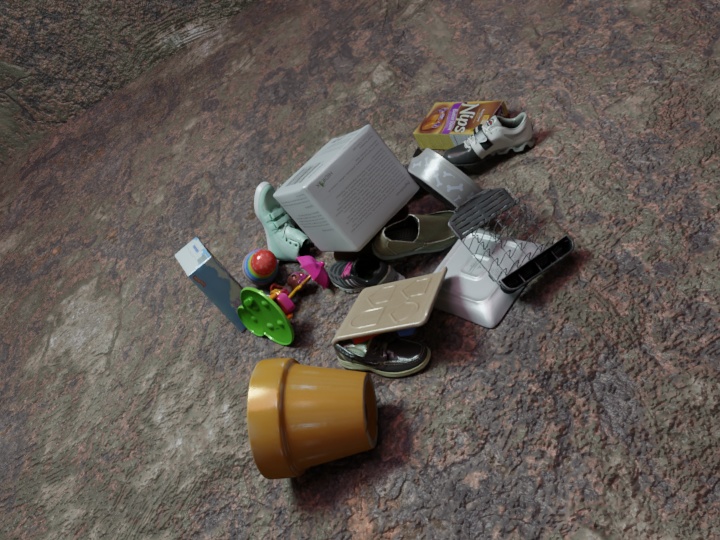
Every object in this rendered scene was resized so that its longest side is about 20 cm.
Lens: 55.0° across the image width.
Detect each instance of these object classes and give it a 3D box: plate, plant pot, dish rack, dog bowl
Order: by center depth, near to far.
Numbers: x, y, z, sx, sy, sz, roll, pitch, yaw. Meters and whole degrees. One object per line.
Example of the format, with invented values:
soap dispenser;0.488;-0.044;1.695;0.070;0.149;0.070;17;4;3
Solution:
plant pot;-0.071;0.242;1.166;0.183;0.200;0.201;-7;44;11
dish rack;0.262;-0.064;1.246;0.153;0.055;0.200;-32;68;-13
plate;0.223;0.000;1.305;0.200;0.032;0.200;20;64;46
dog bowl;0.176;-0.170;1.392;0.059;0.200;0.200;-51;38;4

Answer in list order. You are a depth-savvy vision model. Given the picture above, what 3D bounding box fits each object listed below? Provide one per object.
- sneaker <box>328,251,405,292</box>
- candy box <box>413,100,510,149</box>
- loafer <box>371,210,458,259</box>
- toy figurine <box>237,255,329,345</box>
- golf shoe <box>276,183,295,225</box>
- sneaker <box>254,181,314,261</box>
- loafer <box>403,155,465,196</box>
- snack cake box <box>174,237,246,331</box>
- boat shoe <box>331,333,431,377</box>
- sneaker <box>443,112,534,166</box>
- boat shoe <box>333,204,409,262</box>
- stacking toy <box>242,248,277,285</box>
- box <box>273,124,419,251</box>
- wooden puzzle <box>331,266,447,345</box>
sneaker;0.000;0.000;1.425;0.200;0.087;0.074;12;62;44
candy box;0.236;-0.341;1.628;0.200;0.057;0.117;12;58;42
loafer;0.122;-0.075;1.381;0.200;0.070;0.075;-19;68;-15
toy figurine;-0.152;0.048;1.494;0.184;0.150;0.200;-43;12;-31
golf shoe;-0.197;-0.150;1.747;0.097;0.078;0.200;-55;16;22
sneaker;-0.169;-0.110;1.596;0.118;0.201;0.074;10;38;34
loafer;0.133;-0.214;1.557;0.199;0.072;0.063;-12;41;7
snack cake box;-0.315;0.032;1.543;0.067;0.200;0.115;-41;38;-7
boat shoe;0.031;0.147;1.270;0.200;0.066;0.072;-1;50;37
sneaker;0.270;-0.289;1.486;0.199;0.089;0.074;-18;43;2
boat shoe;0.027;-0.082;1.519;0.200;0.072;0.065;-42;1;10
stacking toy;-0.221;-0.015;1.538;0.085;0.085;0.200;-44;3;-10
box;-0.032;-0.160;1.413;0.200;0.171;0.199;-45;18;-17
wooden puzzle;0.061;0.074;1.268;0.200;0.046;0.185;-18;20;26
